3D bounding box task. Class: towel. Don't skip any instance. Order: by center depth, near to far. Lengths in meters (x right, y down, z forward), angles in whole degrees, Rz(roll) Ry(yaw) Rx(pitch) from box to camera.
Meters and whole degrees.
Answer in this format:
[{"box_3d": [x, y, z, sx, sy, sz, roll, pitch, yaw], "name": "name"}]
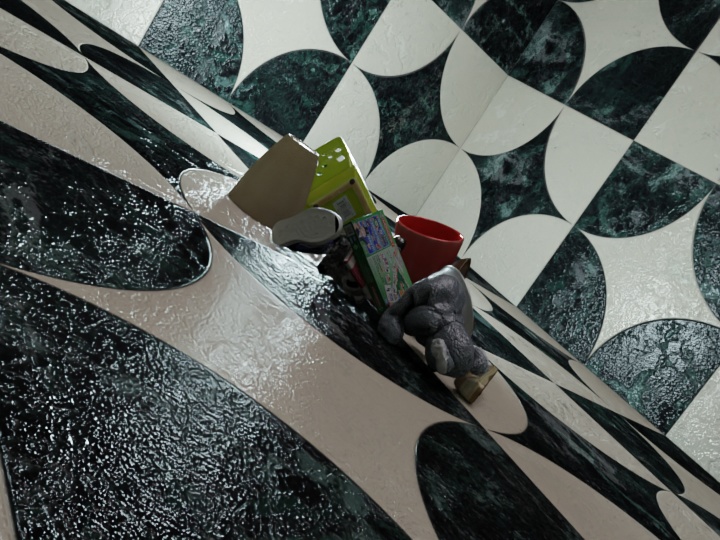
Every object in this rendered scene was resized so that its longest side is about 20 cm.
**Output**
[{"box_3d": [0.040, 0.020, 1.629, 0.202, 0.022, 0.145, 55, 36, -19], "name": "towel"}]

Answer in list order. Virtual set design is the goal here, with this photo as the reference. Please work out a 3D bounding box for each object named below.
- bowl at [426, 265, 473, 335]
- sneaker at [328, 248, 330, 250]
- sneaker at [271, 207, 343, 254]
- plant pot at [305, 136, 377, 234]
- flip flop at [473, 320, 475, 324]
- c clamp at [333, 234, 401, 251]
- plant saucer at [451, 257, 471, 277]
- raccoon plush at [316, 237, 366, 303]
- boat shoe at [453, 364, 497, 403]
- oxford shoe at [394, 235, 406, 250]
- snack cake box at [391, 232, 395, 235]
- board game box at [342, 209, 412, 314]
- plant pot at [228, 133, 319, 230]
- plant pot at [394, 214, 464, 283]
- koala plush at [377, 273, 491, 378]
[{"box_3d": [0.190, 0.093, 1.808, 0.088, 0.206, 0.201, -7, 28, -20], "name": "bowl"}, {"box_3d": [-0.079, -0.083, 1.920, 0.198, 0.074, 0.112, 30, 11, -30], "name": "sneaker"}, {"box_3d": [-0.086, -0.083, 1.661, 0.196, 0.083, 0.145, -8, -11, 36], "name": "sneaker"}, {"box_3d": [-0.073, -0.206, 2.021, 0.202, 0.196, 0.182, 61, -2, -40], "name": "plant pot"}, {"box_3d": [0.267, 0.123, 1.919, 0.081, 0.057, 0.203, 48, 35, -36], "name": "flip flop"}, {"box_3d": [-0.004, -0.060, 1.783, 0.195, 0.028, 0.171, 12, -12, -7], "name": "c clamp"}, {"box_3d": [0.240, 0.049, 2.028, 0.036, 0.204, 0.200, 27, 8, 15], "name": "plant saucer"}, {"box_3d": [-0.017, 0.000, 1.709, 0.134, 0.097, 0.200, 43, 12, 1], "name": "raccoon plush"}, {"box_3d": [0.246, 0.227, 1.599, 0.064, 0.072, 0.199, 38, 11, 13], "name": "boat shoe"}, {"box_3d": [0.048, -0.053, 1.915, 0.072, 0.199, 0.085, -33, 89, -35], "name": "oxford shoe"}, {"box_3d": [0.078, -0.047, 2.156, 0.067, 0.116, 0.199, 36, 10, 25], "name": "snack cake box"}, {"box_3d": [0.044, -0.022, 1.611, 0.134, 0.029, 0.204, -25, 93, -56], "name": "board game box"}, {"box_3d": [-0.189, -0.219, 1.803, 0.185, 0.202, 0.188, 34, 10, -7], "name": "plant pot"}, {"box_3d": [0.170, -0.033, 2.044, 0.195, 0.181, 0.201, 14, 18, -4], "name": "plant pot"}, {"box_3d": [0.167, 0.133, 1.511, 0.175, 0.185, 0.202, 17, 32, -40], "name": "koala plush"}]
